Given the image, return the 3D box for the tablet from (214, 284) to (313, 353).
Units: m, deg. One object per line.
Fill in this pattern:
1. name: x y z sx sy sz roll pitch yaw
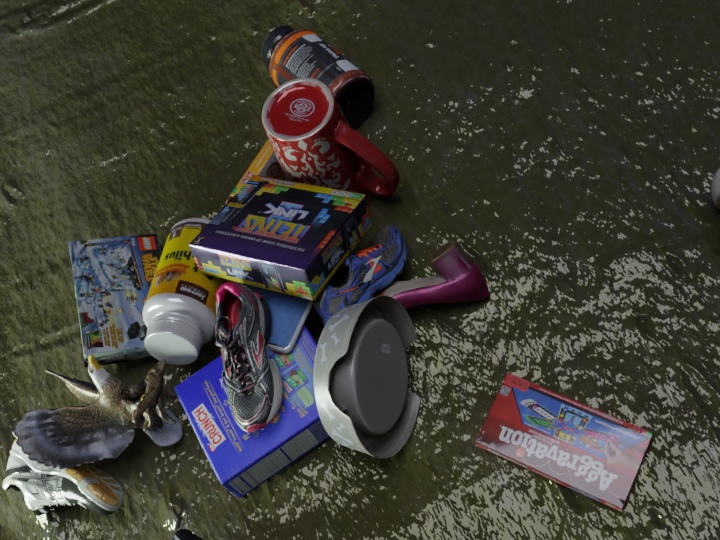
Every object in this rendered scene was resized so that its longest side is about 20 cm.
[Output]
1. tablet: -0.111 0.015 1.366 0.128 0.014 0.202 12 63 27

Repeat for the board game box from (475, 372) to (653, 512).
1. board game box: 0.254 0.213 1.228 0.198 0.019 0.104 21 71 25

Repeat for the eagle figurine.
1. eagle figurine: -0.355 0.186 1.351 0.197 0.151 0.153 -20 75 19

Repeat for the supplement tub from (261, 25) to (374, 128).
1. supplement tub: -0.074 -0.313 1.557 0.107 0.107 0.200 -42 60 -9

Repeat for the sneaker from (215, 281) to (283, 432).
1. sneaker: -0.156 0.113 1.274 0.080 0.075 0.203 -21 63 14

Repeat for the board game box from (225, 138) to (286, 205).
1. board game box: -0.132 -0.151 1.493 0.030 0.096 0.201 26 72 26

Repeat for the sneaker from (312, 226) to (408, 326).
1. sneaker: 0.000 0.000 1.347 0.075 0.079 0.201 -20 26 45

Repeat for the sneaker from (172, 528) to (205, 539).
1. sneaker: -0.151 0.383 1.237 0.199 0.076 0.087 33 56 28

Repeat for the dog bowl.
1. dog bowl: 0.009 0.135 1.245 0.058 0.200 0.203 -3 60 30

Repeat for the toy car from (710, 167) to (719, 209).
1. toy car: 0.553 -0.105 1.235 0.198 0.150 0.176 -28 58 0

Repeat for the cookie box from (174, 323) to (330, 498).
1. cookie box: -0.128 0.177 1.324 0.198 0.075 0.172 -33 56 -4

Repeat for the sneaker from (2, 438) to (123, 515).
1. sneaker: -0.413 0.305 1.353 0.198 0.076 0.089 20 84 29

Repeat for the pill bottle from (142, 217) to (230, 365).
1. pill bottle: -0.246 0.031 1.400 0.107 0.110 0.202 -3 50 15

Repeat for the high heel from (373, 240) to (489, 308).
1. high heel: 0.079 0.049 1.359 0.199 0.096 0.067 -37 16 10

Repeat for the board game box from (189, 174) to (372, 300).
1. board game box: -0.109 -0.051 1.343 0.197 0.057 0.166 12 45 29

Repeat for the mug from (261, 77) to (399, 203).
1. mug: -0.043 -0.180 1.421 0.175 0.201 0.135 -12 58 10

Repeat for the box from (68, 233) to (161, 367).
1. box: -0.354 0.041 1.455 0.135 0.040 0.202 -6 57 -18
